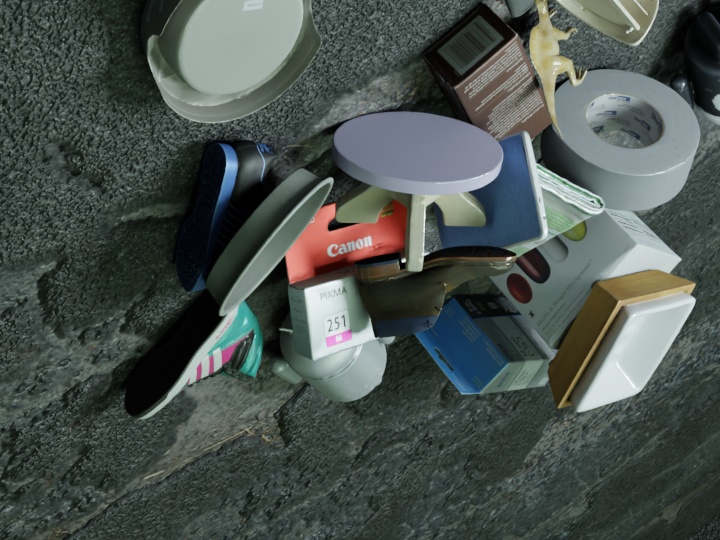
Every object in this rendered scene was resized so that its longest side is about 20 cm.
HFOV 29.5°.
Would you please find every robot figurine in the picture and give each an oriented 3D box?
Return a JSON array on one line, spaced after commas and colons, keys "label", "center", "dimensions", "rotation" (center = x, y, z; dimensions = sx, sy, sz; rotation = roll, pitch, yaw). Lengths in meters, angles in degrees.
[{"label": "robot figurine", "center": [-0.036, 0.102, 1.809], "dimensions": [0.168, 0.114, 0.200], "rotation": [-28, 149, 10]}, {"label": "robot figurine", "center": [0.514, -0.284, 1.892], "dimensions": [0.200, 0.149, 0.126], "rotation": [60, 43, -58]}]

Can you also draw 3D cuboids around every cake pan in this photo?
[{"label": "cake pan", "center": [-0.106, -0.036, 1.542], "dimensions": [0.201, 0.037, 0.200], "rotation": [-51, 176, -4]}]

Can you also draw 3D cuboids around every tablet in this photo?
[{"label": "tablet", "center": [0.153, -0.085, 1.674], "dimensions": [0.014, 0.132, 0.199], "rotation": [-8, 175, -33]}]

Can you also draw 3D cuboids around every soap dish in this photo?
[{"label": "soap dish", "center": [0.348, 0.091, 1.847], "dimensions": [0.156, 0.081, 0.201], "rotation": [-11, 138, -37]}]

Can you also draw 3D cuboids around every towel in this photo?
[{"label": "towel", "center": [0.201, -0.075, 1.769], "dimensions": [0.148, 0.031, 0.200], "rotation": [26, 151, -19]}]

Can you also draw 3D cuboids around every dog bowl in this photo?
[{"label": "dog bowl", "center": [-0.126, -0.243, 1.341], "dimensions": [0.199, 0.059, 0.201], "rotation": [-28, 146, -20]}]

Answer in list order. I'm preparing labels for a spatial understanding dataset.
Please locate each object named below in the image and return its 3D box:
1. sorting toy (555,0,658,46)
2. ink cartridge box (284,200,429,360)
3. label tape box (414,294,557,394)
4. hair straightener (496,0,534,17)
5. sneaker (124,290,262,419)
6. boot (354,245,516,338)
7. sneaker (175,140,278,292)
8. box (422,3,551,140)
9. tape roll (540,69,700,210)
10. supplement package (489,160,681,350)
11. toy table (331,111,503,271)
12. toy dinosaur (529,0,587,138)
[{"label": "sorting toy", "center": [0.278, -0.392, 1.549], "dimensions": [0.200, 0.107, 0.181], "rotation": [36, 86, -40]}, {"label": "ink cartridge box", "center": [0.000, 0.000, 1.704], "dimensions": [0.198, 0.043, 0.176], "rotation": [-17, 109, -33]}, {"label": "label tape box", "center": [0.186, 0.106, 2.016], "dimensions": [0.199, 0.144, 0.066], "rotation": [1, 131, -47]}, {"label": "hair straightener", "center": [0.163, -0.347, 1.497], "dimensions": [0.041, 0.077, 0.201], "rotation": [-33, 148, -6]}, {"label": "sneaker", "center": [-0.194, 0.118, 1.700], "dimensions": [0.200, 0.084, 0.120], "rotation": [-47, 138, 9]}, {"label": "boot", "center": [0.095, 0.025, 1.655], "dimensions": [0.198, 0.098, 0.075], "rotation": [-5, -169, 14]}, {"label": "sneaker", "center": [-0.149, -0.058, 1.535], "dimensions": [0.077, 0.070, 0.201], "rotation": [-6, 135, -35]}, {"label": "box", "center": [0.159, -0.220, 1.654], "dimensions": [0.100, 0.075, 0.200], "rotation": [-39, 147, 0]}, {"label": "tape roll", "center": [0.336, -0.172, 1.776], "dimensions": [0.199, 0.201, 0.067], "rotation": [-23, 144, -24]}, {"label": "supplement package", "center": [0.299, -0.020, 1.926], "dimensions": [0.146, 0.200, 0.192], "rotation": [14, 120, -52]}, {"label": "toy table", "center": [0.062, -0.104, 1.616], "dimensions": [0.197, 0.185, 0.118], "rotation": [11, 134, 3]}, {"label": "toy dinosaur", "center": [0.227, -0.250, 1.646], "dimensions": [0.058, 0.203, 0.101], "rotation": [-7, 174, 32]}]
